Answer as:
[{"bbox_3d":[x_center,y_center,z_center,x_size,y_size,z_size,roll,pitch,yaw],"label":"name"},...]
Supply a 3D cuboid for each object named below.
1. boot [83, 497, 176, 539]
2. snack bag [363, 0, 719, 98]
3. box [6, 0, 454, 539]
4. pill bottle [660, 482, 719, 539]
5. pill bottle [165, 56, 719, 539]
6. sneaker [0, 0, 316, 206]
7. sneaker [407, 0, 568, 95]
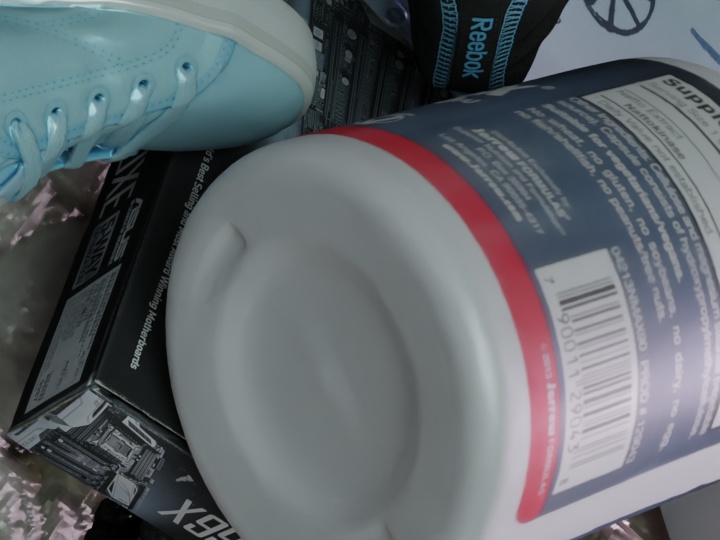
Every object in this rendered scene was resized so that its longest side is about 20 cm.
[{"bbox_3d":[-0.022,0.144,0.821,0.158,0.079,0.212,27,67,-27],"label":"boot"},{"bbox_3d":[0.083,-0.093,0.856,0.189,0.021,0.200,49,51,-21],"label":"snack bag"},{"bbox_3d":[0.000,0.000,0.800,0.158,0.050,0.200,34,51,-22],"label":"box"},{"bbox_3d":[0.203,0.048,0.902,0.200,0.116,0.117,-26,103,-23],"label":"pill bottle"},{"bbox_3d":[0.059,0.007,0.726,0.200,0.119,0.120,-16,100,-42],"label":"pill bottle"},{"bbox_3d":[-0.099,-0.036,0.682,0.199,0.074,0.082,4,67,-29],"label":"sneaker"},{"bbox_3d":[0.040,-0.134,0.779,0.073,0.082,0.200,12,45,6],"label":"sneaker"}]
